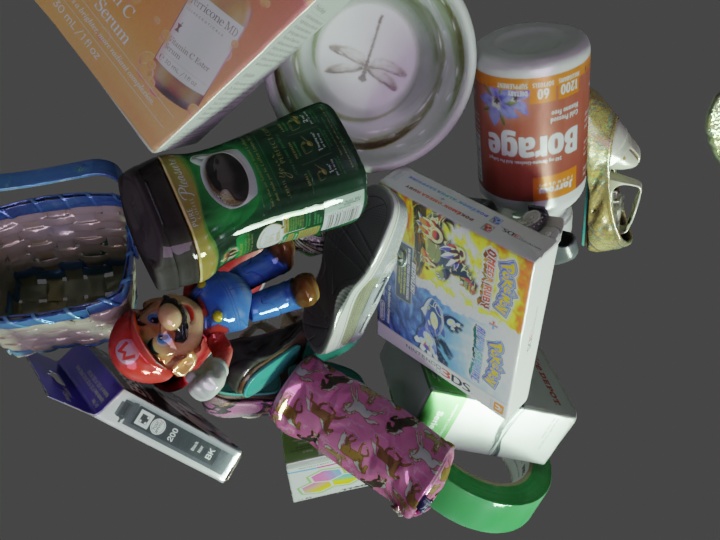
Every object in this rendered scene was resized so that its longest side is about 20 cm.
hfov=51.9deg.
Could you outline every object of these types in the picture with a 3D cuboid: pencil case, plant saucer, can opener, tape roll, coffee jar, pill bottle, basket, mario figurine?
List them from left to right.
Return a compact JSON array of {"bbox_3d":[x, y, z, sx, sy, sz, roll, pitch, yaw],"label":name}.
[{"bbox_3d":[-0.289,-0.016,0.671,0.171,0.142,0.202,-6,149,-10],"label":"basket"},{"bbox_3d":[-0.134,0.033,0.673,0.197,0.123,0.108,-28,128,-22],"label":"mario figurine"},{"bbox_3d":[-0.098,-0.062,0.625,0.196,0.106,0.086,-22,162,-21],"label":"coffee jar"},{"bbox_3d":[0.001,0.172,0.773,0.197,0.087,0.084,31,141,16],"label":"pencil case"},{"bbox_3d":[0.008,-0.195,0.685,0.194,0.051,0.205,-2,121,-4],"label":"plant saucer"},{"bbox_3d":[0.133,0.217,0.892,0.195,0.202,0.049,14,119,-21],"label":"tape roll"},{"bbox_3d":[0.117,-0.038,0.739,0.053,0.197,0.067,-50,133,-24],"label":"can opener"},{"bbox_3d":[0.170,-0.128,0.735,0.109,0.113,0.204,-13,124,-4],"label":"pill bottle"}]

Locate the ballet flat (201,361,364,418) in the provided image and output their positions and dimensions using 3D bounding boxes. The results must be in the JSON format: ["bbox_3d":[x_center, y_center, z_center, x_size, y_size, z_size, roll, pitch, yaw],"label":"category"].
[{"bbox_3d":[-0.093,0.147,0.881,0.194,0.070,0.072,2,140,-18],"label":"ballet flat"}]

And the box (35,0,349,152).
[{"bbox_3d":[-0.124,-0.220,0.581,0.199,0.107,0.153,-39,97,13],"label":"box"}]

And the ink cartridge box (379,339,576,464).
[{"bbox_3d":[0.135,0.136,0.875,0.195,0.148,0.084,15,120,-20],"label":"ink cartridge box"}]

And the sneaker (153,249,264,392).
[{"bbox_3d":[-0.155,0.047,0.760,0.077,0.116,0.203,26,114,-8],"label":"sneaker"}]

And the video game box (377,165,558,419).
[{"bbox_3d":[0.094,0.024,0.730,0.046,0.180,0.204,-35,140,-36],"label":"video game box"}]

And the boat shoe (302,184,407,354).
[{"bbox_3d":[0.000,0.002,0.736,0.063,0.075,0.205,-7,134,-36],"label":"boat shoe"}]

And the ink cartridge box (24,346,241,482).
[{"bbox_3d":[-0.240,0.130,0.759,0.199,0.196,0.044,37,78,-31],"label":"ink cartridge box"}]

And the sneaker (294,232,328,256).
[{"bbox_3d":[-0.062,-0.056,0.748,0.196,0.079,0.086,21,116,-25],"label":"sneaker"}]

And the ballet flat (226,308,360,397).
[{"bbox_3d":[-0.077,0.073,0.817,0.198,0.068,0.069,-17,143,-51],"label":"ballet flat"}]

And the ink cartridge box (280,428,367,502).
[{"bbox_3d":[-0.040,0.231,0.901,0.101,0.061,0.202,-10,148,-8],"label":"ink cartridge box"}]

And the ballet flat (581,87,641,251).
[{"bbox_3d":[0.270,-0.105,0.798,0.069,0.071,0.204,-17,128,-2],"label":"ballet flat"}]
